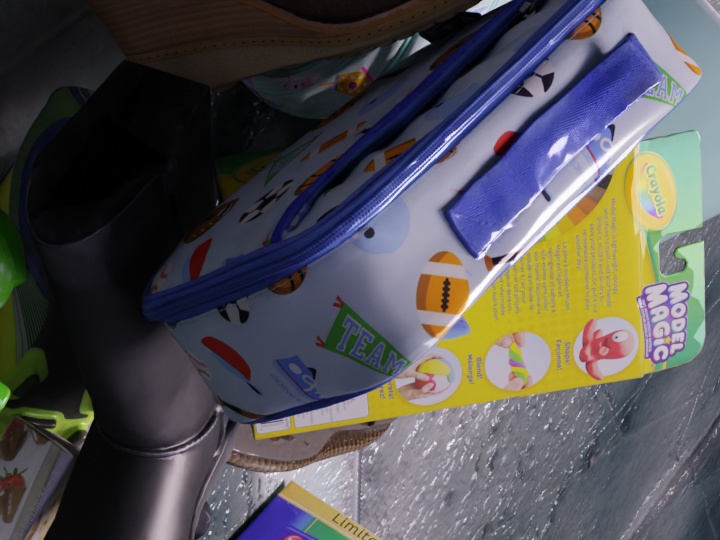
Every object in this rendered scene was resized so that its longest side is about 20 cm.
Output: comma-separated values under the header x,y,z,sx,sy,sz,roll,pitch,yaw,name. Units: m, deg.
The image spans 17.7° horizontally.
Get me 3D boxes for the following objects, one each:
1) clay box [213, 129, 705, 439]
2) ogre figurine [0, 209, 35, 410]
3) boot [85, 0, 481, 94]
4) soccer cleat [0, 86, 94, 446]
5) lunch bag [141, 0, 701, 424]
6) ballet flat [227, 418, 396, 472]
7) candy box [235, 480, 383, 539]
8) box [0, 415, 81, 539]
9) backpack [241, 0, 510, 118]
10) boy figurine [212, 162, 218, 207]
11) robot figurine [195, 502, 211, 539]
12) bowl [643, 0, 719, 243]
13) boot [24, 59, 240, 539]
x,y,z,sx,sy,sz,roll,pitch,yaw,name
0.044,-0.003,0.970,0.198,0.048,0.116,-9,118,-7,clay box
-0.192,0.019,0.824,0.120,0.098,0.201,40,45,-30,ogre figurine
-0.031,-0.161,0.849,0.167,0.199,0.072,69,23,-13,boot
-0.137,0.009,1.002,0.064,0.084,0.201,1,135,-29,soccer cleat
0.025,-0.033,0.821,0.200,0.076,0.160,-45,-168,-32,lunch bag
-0.043,0.082,1.248,0.046,0.068,0.200,-37,166,24,ballet flat
-0.032,0.240,1.274,0.200,0.168,0.077,-44,151,-34,candy box
-0.176,0.159,0.981,0.201,0.039,0.041,-59,150,-4,box
0.013,-0.158,0.961,0.126,0.167,0.201,14,107,-43,backpack
0.000,0.000,1.106,0.198,0.064,0.125,12,105,-19,boy figurine
-0.119,0.193,1.125,0.124,0.151,0.200,-25,157,14,robot figurine
0.099,-0.083,1.054,0.105,0.201,0.201,-45,151,-2,bowl
-0.093,0.044,0.883,0.201,0.065,0.166,92,11,-51,boot
